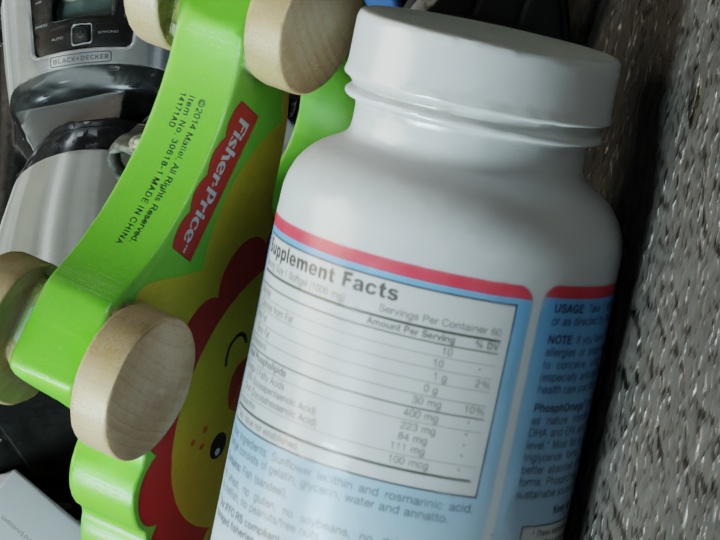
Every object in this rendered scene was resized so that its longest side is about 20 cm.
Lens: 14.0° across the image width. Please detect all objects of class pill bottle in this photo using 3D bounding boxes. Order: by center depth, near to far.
[{"bbox_3d":[0.020,0.025,0.906,0.109,0.108,0.201,-116,37,-79],"label":"pill bottle"}]

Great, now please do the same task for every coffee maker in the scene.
[{"bbox_3d":[-0.102,-0.007,1.248,0.192,0.134,0.201,107,168,-57],"label":"coffee maker"}]

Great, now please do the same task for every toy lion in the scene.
[{"bbox_3d":[-0.043,0.004,0.972,0.201,0.068,0.192,-65,-26,-8],"label":"toy lion"}]

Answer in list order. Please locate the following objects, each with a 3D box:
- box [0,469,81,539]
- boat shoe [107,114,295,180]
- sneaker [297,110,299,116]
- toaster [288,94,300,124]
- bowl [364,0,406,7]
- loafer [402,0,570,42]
[{"bbox_3d":[-0.120,0.149,1.255,0.041,0.156,0.200,-52,12,-16],"label":"box"},{"bbox_3d":[-0.022,0.001,1.095,0.200,0.064,0.071,41,151,39],"label":"boat shoe"},{"bbox_3d":[0.000,0.000,1.292,0.118,0.073,0.201,-76,-8,-76],"label":"sneaker"},{"bbox_3d":[-0.071,-0.067,1.517,0.119,0.180,0.201,-89,11,-66],"label":"toaster"},{"bbox_3d":[-0.024,-0.165,1.135,0.201,0.039,0.201,-20,-90,-87],"label":"bowl"},{"bbox_3d":[0.036,-0.069,1.095,0.200,0.072,0.073,112,171,-56],"label":"loafer"}]
